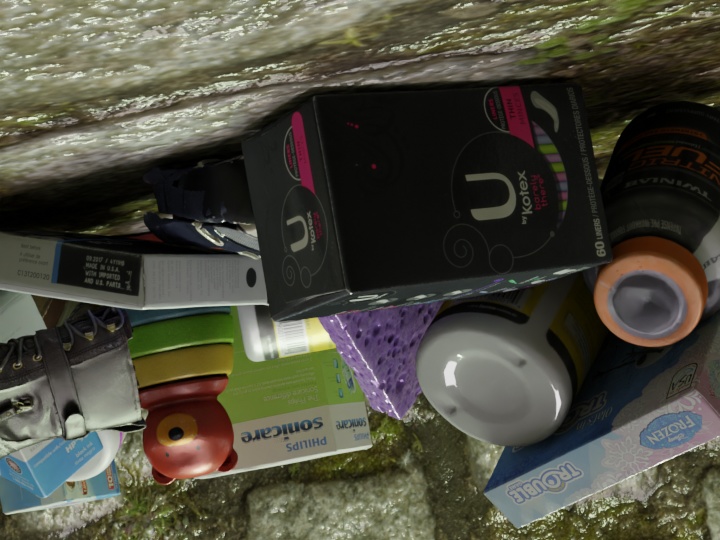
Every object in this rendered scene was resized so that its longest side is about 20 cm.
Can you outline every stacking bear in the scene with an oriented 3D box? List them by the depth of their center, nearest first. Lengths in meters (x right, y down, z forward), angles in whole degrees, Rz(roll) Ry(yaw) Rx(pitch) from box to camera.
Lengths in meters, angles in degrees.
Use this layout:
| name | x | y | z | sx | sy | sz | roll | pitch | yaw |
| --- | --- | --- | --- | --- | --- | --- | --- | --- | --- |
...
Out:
| name | x | y | z | sx | sy | sz | roll | pitch | yaw |
| --- | --- | --- | --- | --- | --- | --- | --- | --- | --- |
| stacking bear | -0.154 | 0.073 | 1.437 | 0.121 | 0.201 | 0.114 | -10 | 173 | 0 |

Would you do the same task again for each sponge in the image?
| name | x | y | z | sx | sy | sz | roll | pitch | yaw |
| --- | --- | --- | --- | --- | --- | --- | --- | --- | --- |
| sponge | 0.018 | 0.009 | 1.217 | 0.030 | 0.112 | 0.200 | 22 | 156 | 35 |

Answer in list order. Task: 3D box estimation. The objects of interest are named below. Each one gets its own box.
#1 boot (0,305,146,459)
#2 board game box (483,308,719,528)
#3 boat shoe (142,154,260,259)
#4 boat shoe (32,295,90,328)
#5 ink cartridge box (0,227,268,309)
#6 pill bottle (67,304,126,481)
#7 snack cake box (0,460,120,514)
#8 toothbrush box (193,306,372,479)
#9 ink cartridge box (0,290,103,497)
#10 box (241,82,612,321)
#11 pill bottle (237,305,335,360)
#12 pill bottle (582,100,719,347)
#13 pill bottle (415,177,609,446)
| name | x | y | z | sx | sy | sz | roll | pitch | yaw |
| --- | --- | --- | --- | --- | --- | --- | --- | --- | --- |
| boot | -0.246 | 0.059 | 1.213 | 0.174 | 0.201 | 0.069 | -22 | -140 | -11 |
| board game box | 0.197 | 0.072 | 1.230 | 0.200 | 0.043 | 0.199 | -33 | -163 | 40 |
| boat shoe | -0.077 | -0.044 | 1.197 | 0.092 | 0.075 | 0.200 | -2 | 171 | 18 |
| boat shoe | -0.293 | 0.027 | 1.456 | 0.074 | 0.076 | 0.200 | 30 | 163 | -25 |
| ink cartridge box | -0.175 | -0.002 | 1.233 | 0.197 | 0.044 | 0.200 | 7 | -179 | 28 |
| pill bottle | -0.233 | 0.084 | 1.514 | 0.104 | 0.105 | 0.200 | -13 | -151 | 21 |
| snack cake box | -0.290 | 0.117 | 1.599 | 0.067 | 0.201 | 0.115 | -12 | 173 | 14 |
| toothbrush box | -0.086 | 0.074 | 1.550 | 0.145 | 0.201 | 0.086 | -14 | 172 | 23 |
| ink cartridge box | -0.284 | 0.064 | 1.312 | 0.116 | 0.201 | 0.067 | 19 | -132 | 43 |
| box | 0.042 | -0.044 | 1.090 | 0.199 | 0.123 | 0.106 | -7 | 173 | -30 |
| pill bottle | 0.000 | 0.000 | 1.367 | 0.199 | 0.115 | 0.114 | -10 | 173 | -3 |
| pill bottle | 0.209 | -0.029 | 1.181 | 0.106 | 0.107 | 0.200 | -13 | -155 | 24 |
| pill bottle | 0.127 | 0.022 | 1.252 | 0.114 | 0.114 | 0.200 | -16 | -153 | 39 |
